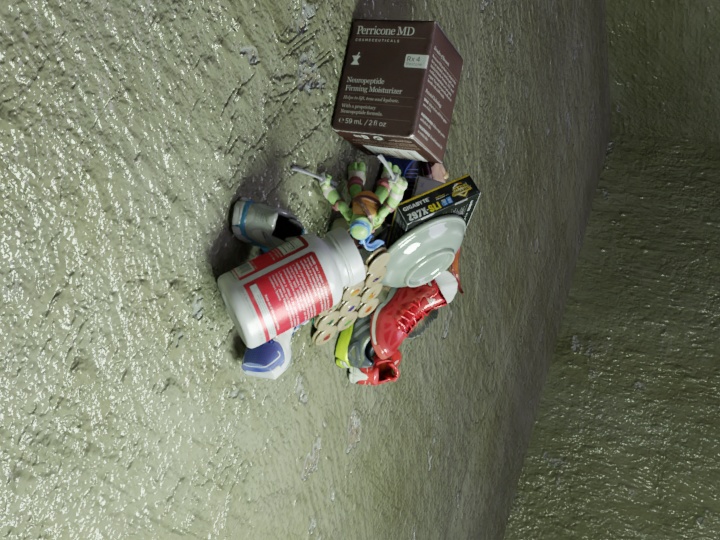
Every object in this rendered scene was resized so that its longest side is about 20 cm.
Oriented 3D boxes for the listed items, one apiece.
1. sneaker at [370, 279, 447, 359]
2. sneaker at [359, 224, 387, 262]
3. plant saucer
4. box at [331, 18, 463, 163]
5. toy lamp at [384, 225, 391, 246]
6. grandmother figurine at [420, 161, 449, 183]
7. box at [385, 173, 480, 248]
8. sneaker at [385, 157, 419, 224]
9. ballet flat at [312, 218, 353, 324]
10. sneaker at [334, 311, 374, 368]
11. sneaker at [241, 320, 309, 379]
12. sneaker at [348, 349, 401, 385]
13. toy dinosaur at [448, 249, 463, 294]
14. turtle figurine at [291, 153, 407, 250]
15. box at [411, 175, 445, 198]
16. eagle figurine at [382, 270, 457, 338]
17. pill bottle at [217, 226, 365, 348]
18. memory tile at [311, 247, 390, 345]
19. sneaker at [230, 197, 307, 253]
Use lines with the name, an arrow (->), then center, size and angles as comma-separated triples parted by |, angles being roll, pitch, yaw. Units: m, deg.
sneaker -> 0.094, 0.076, 1.512 | 0.079, 0.114, 0.202 | 51, 41, -29
sneaker -> 0.000, 0.000, 1.502 | 0.073, 0.069, 0.205 | 30, 71, -63
plant saucer -> 0.118, -0.021, 1.472 | 0.197, 0.051, 0.201 | -27, 157, -12
box -> 0.068, -0.315, 1.425 | 0.163, 0.162, 0.205 | 19, 82, -63
toy lamp -> 0.097, -0.061, 1.704 | 0.199, 0.057, 0.060 | 15, 85, -65
grandmother figurine -> 0.147, -0.243, 1.752 | 0.201, 0.059, 0.124 | 54, 24, -53
box -> 0.128, -0.080, 1.491 | 0.157, 0.050, 0.201 | -23, 156, -17
sneaker -> 0.080, -0.190, 1.620 | 0.078, 0.068, 0.204 | 73, 34, -67
ballet flat -> -0.038, 0.008, 1.431 | 0.069, 0.068, 0.206 | 12, 88, -64
sneaker -> 0.014, 0.096, 1.554 | 0.074, 0.079, 0.205 | 25, 76, -64
sneaker -> -0.136, 0.061, 1.243 | 0.201, 0.079, 0.117 | -63, 147, -46
sneaker -> 0.047, 0.205, 1.657 | 0.199, 0.083, 0.079 | -14, 112, -63
toy dinosaur -> 0.210, -0.085, 1.842 | 0.183, 0.198, 0.105 | -54, 179, 21
turtle figurine -> 0.008, -0.155, 1.371 | 0.202, 0.142, 0.195 | 55, 22, -18
box -> 0.140, -0.130, 1.661 | 0.200, 0.080, 0.070 | 83, 22, -82
eagle figurine -> 0.101, 0.053, 1.678 | 0.153, 0.150, 0.199 | -63, 162, 12
pill bottle -> -0.097, 0.018, 1.154 | 0.197, 0.112, 0.114 | -27, 132, -14
memory tile -> -0.016, 0.049, 1.402 | 0.152, 0.017, 0.202 | -32, 155, -25
sneaker -> -0.115, -0.054, 1.225 | 0.199, 0.085, 0.077 | 21, 78, -66
